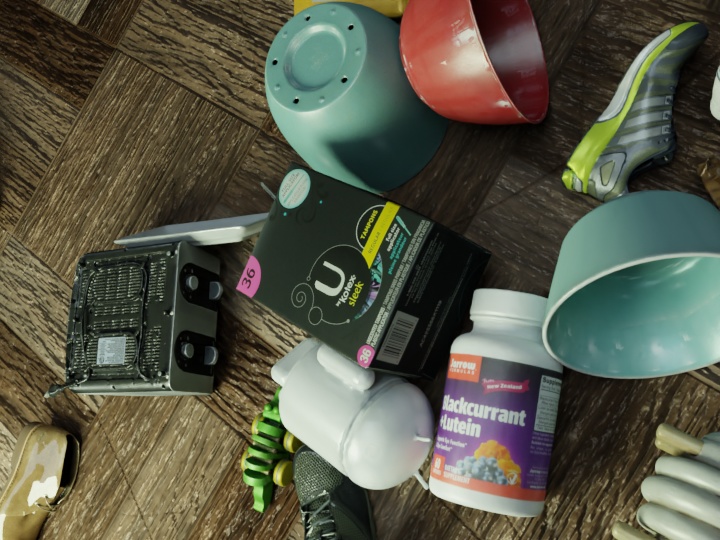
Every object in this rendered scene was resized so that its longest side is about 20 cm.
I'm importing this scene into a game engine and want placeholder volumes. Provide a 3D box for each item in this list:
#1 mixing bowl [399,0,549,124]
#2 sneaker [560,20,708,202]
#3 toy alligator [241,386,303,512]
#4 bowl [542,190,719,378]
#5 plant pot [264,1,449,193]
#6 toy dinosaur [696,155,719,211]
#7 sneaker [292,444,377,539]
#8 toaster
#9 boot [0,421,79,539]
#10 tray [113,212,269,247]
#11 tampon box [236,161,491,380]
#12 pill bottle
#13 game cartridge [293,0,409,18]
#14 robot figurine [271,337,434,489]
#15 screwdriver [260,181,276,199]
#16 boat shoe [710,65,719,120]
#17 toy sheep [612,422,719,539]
[{"bbox_3d":[0.111,-0.236,0.778,0.108,0.199,0.202,-15,71,33],"label":"mixing bowl"},{"bbox_3d":[0.289,-0.151,0.738,0.081,0.074,0.201,36,102,22],"label":"sneaker"},{"bbox_3d":[-0.098,0.179,0.851,0.059,0.054,0.202,14,84,28],"label":"toy alligator"},{"bbox_3d":[0.256,0.004,0.657,0.199,0.201,0.106,-15,52,22],"label":"bowl"},{"bbox_3d":[-0.016,-0.208,0.843,0.199,0.161,0.203,-7,74,25],"label":"plant pot"},{"bbox_3d":[0.351,-0.031,0.647,0.201,0.105,0.061,-94,25,-56],"label":"toy dinosaur"},{"bbox_3d":[-0.034,0.272,0.766,0.076,0.114,0.201,-27,66,16],"label":"sneaker"},{"bbox_3d":[-0.275,0.070,0.927,0.198,0.119,0.183,-6,74,24],"label":"toaster"},{"bbox_3d":[-0.431,0.308,0.979,0.075,0.074,0.202,7,79,17],"label":"boot"},{"bbox_3d":[-0.202,-0.047,0.935,0.198,0.107,0.022,-5,101,25],"label":"tray"},{"bbox_3d":[0.000,0.000,0.760,0.199,0.126,0.151,26,93,37],"label":"tampon box"},{"bbox_3d":[0.135,0.124,0.717,0.110,0.111,0.202,6,80,27],"label":"pill bottle"},{"bbox_3d":[0.006,-0.404,0.915,0.198,0.032,0.178,6,105,27],"label":"game cartridge"},{"bbox_3d":[-0.005,0.146,0.763,0.199,0.171,0.113,29,58,35],"label":"robot figurine"},{"bbox_3d":[-0.068,-0.046,0.908,0.200,0.028,0.029,42,126,30],"label":"screwdriver"},{"bbox_3d":[0.408,-0.185,0.682,0.201,0.086,0.075,-27,59,-13],"label":"boat shoe"},{"bbox_3d":[0.295,0.201,0.613,0.137,0.138,0.201,24,83,28],"label":"toy sheep"}]
